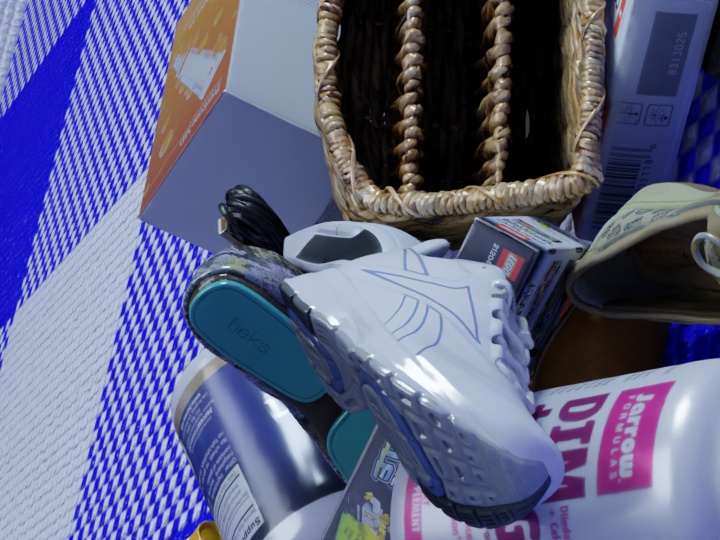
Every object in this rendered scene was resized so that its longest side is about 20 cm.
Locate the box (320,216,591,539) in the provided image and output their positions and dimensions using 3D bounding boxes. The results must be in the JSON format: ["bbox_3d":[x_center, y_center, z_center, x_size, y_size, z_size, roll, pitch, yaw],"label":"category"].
[{"bbox_3d":[0.041,0.070,0.985,0.201,0.035,0.110,-65,-17,9],"label":"box"}]

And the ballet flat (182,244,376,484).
[{"bbox_3d":[-0.007,0.057,1.078,0.072,0.200,0.072,-42,15,14],"label":"ballet flat"}]

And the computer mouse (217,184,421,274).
[{"bbox_3d":[0.000,0.000,1.082,0.044,0.110,0.200,-52,27,-12],"label":"computer mouse"}]

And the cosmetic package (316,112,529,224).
[{"bbox_3d":[0.041,-0.081,1.301,0.200,0.105,0.071,-34,38,57],"label":"cosmetic package"}]

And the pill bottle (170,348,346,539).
[{"bbox_3d":[-0.025,0.132,1.158,0.111,0.111,0.200,-57,44,31],"label":"pill bottle"}]

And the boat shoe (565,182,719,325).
[{"bbox_3d":[0.163,-0.001,0.910,0.063,0.073,0.200,-37,10,-20],"label":"boat shoe"}]

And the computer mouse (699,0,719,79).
[{"bbox_3d":[0.194,-0.176,1.056,0.200,0.046,0.141,-109,26,-74],"label":"computer mouse"}]

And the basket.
[{"bbox_3d":[0.047,-0.120,1.076,0.149,0.142,0.201,110,164,-77],"label":"basket"}]

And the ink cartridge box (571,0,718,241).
[{"bbox_3d":[0.137,-0.140,1.104,0.201,0.050,0.163,-98,13,-48],"label":"ink cartridge box"}]

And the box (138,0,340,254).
[{"bbox_3d":[-0.062,-0.118,1.318,0.124,0.097,0.201,-51,23,39],"label":"box"}]

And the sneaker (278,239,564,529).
[{"bbox_3d":[0.035,0.033,0.839,0.087,0.075,0.200,-29,31,-10],"label":"sneaker"}]

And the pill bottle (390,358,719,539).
[{"bbox_3d":[0.119,0.097,0.834,0.199,0.113,0.114,-15,55,40],"label":"pill bottle"}]

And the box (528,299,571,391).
[{"bbox_3d":[0.082,0.073,1.138,0.200,0.039,0.138,6,77,70],"label":"box"}]

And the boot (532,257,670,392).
[{"bbox_3d":[0.131,0.098,0.969,0.144,0.071,0.202,22,85,58],"label":"boot"}]

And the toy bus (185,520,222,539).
[{"bbox_3d":[-0.083,0.247,1.187,0.136,0.191,0.201,-50,29,40],"label":"toy bus"}]
